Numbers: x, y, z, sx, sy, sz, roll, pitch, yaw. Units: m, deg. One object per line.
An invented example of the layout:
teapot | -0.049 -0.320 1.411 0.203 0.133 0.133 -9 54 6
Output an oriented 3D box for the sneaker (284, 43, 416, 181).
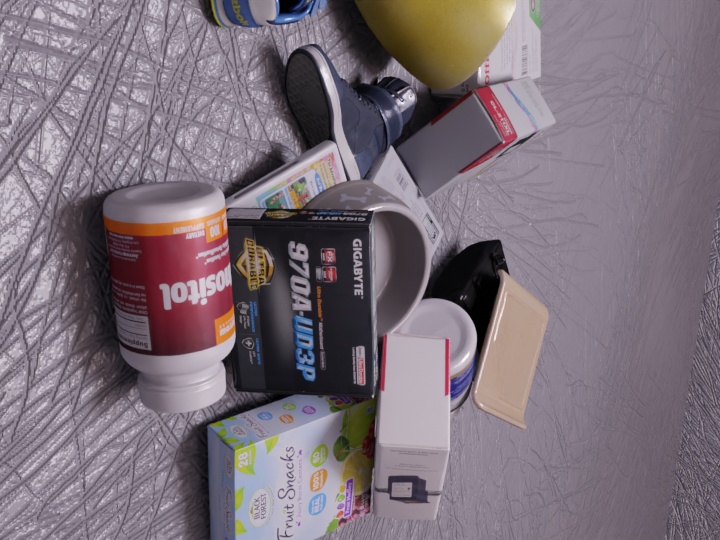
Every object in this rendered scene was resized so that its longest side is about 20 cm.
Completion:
sneaker | -0.007 -0.209 1.020 0.146 0.076 0.204 -47 145 -23

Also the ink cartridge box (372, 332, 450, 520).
ink cartridge box | 0.060 0.193 1.046 0.201 0.083 0.146 91 3 -53

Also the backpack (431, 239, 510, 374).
backpack | 0.181 0.082 1.345 0.201 0.152 0.164 58 46 -21

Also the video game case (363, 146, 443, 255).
video game case | 0.024 -0.035 1.151 0.183 0.045 0.200 -63 142 -21

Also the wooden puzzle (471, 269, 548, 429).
wooden puzzle | 0.218 0.120 1.281 0.185 0.037 0.203 31 67 -54

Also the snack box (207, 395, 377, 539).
snack box | -0.077 0.235 1.010 0.198 0.067 0.171 -15 118 -35

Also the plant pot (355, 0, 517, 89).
plant pot | 0.074 -0.337 1.030 0.140 0.199 0.203 18 84 -29

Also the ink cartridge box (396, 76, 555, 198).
ink cartridge box | 0.165 -0.188 1.200 0.199 0.145 0.083 -27 84 -54

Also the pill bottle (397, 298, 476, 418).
pill bottle | 0.102 0.135 1.215 0.117 0.114 0.201 -59 162 -26

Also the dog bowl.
dog bowl | 0.000 0.000 1.002 0.198 0.058 0.203 -17 119 -34

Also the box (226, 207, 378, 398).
box | -0.062 0.035 0.912 0.046 0.156 0.203 -74 165 -64

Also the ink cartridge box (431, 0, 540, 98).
ink cartridge box | 0.185 -0.341 1.266 0.199 0.087 0.148 -30 122 -50

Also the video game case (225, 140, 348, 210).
video game case | -0.077 -0.018 0.985 0.181 0.024 0.202 -34 127 -24

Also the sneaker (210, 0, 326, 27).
sneaker | -0.068 -0.299 0.916 0.200 0.081 0.075 -41 129 -45

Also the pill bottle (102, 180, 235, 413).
pill bottle | -0.177 0.025 0.821 0.112 0.112 0.203 -25 119 -49

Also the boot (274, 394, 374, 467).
boot | -0.014 0.179 1.132 0.165 0.065 0.201 -46 129 -21
